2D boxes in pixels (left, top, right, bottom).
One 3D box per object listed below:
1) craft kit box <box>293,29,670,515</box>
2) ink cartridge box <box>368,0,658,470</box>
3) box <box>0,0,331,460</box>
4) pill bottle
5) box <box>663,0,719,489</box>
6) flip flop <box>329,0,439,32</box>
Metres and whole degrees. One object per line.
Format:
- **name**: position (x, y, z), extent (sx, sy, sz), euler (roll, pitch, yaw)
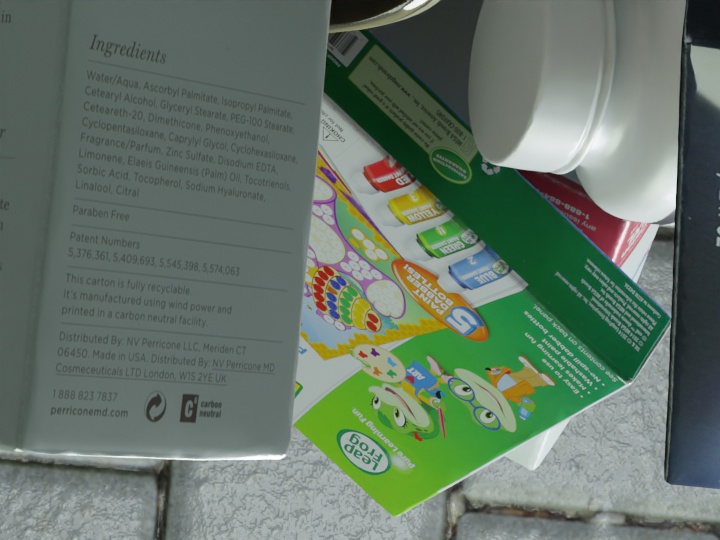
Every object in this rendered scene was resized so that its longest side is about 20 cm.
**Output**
- **craft kit box**: position (0.000, 0.000, 1.104), extent (0.200, 0.049, 0.197), euler (43, 148, -7)
- **ink cartridge box**: position (0.053, -0.020, 1.159), extent (0.145, 0.083, 0.200), euler (27, 144, 10)
- **box**: position (-0.084, -0.058, 0.652), extent (0.124, 0.201, 0.097), euler (5, 179, 39)
- **pill bottle**: position (0.149, -0.071, 1.022), extent (0.199, 0.112, 0.111), euler (6, 178, -19)
- **box**: position (0.181, -0.033, 0.661), extent (0.197, 0.124, 0.200), euler (4, 146, 9)
- **flip flop**: position (-0.043, -0.117, 0.916), extent (0.199, 0.082, 0.057), euler (-2, -171, 32)
